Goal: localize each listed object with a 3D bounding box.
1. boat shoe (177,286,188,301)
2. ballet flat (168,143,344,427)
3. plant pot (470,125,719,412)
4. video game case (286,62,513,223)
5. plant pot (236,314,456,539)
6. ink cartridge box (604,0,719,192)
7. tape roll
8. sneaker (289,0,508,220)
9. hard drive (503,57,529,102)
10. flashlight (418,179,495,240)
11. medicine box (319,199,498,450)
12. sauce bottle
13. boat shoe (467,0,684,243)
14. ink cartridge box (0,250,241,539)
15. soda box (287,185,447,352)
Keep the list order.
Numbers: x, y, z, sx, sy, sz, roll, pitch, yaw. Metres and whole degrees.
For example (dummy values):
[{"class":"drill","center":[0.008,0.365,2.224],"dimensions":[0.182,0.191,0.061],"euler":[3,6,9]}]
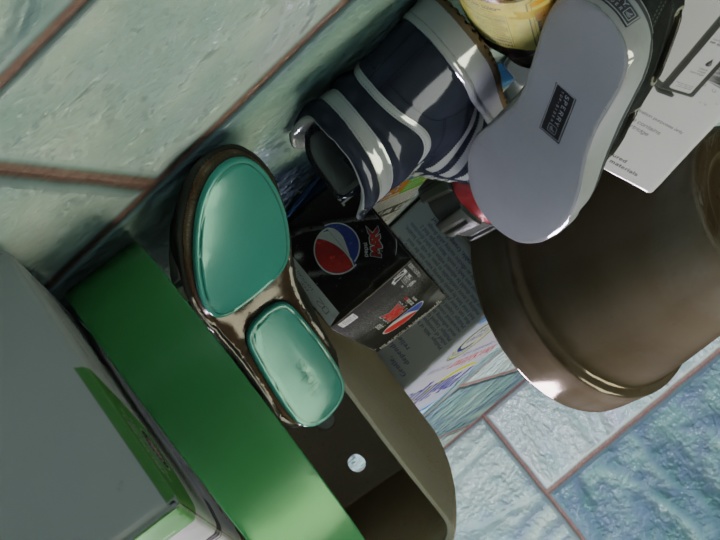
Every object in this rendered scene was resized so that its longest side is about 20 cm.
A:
[{"class":"boat shoe","center":[-0.151,0.079,0.947],"dimensions":[0.200,0.068,0.072],"euler":[-30,166,-22]},{"class":"ballet flat","center":[-0.067,0.008,0.871],"dimensions":[0.068,0.068,0.200],"euler":[-37,135,-22]},{"class":"plant pot","center":[0.208,-0.017,1.148],"dimensions":[0.173,0.200,0.200],"euler":[-26,-179,45]},{"class":"video game case","center":[0.001,-0.050,1.047],"dimensions":[0.143,0.018,0.200],"euler":[-25,162,-49]},{"class":"plant pot","center":[-0.049,0.133,1.170],"dimensions":[0.200,0.200,0.177],"euler":[-37,-179,18]},{"class":"ink cartridge box","center":[0.187,-0.164,0.885],"dimensions":[0.200,0.084,0.146],"euler":[-54,-167,48]},{"class":"tape roll","center":[-0.074,0.078,0.842],"dimensions":[0.048,0.201,0.200],"euler":[-37,169,-6]},{"class":"sneaker","center":[0.029,-0.069,0.901],"dimensions":[0.108,0.070,0.200],"euler":[-42,157,-2]},{"class":"hard drive","center":[0.157,-0.147,1.141],"dimensions":[0.132,0.027,0.200],"euler":[-38,169,-2]},{"class":"flashlight","center":[0.126,-0.086,1.068],"dimensions":[0.200,0.068,0.068],"euler":[-32,-153,42]},{"class":"medicine box","center":[0.053,0.032,1.315],"dimensions":[0.200,0.103,0.182],"euler":[-45,167,23]},{"class":"sauce bottle","center":[0.081,-0.145,0.820],"dimensions":[0.066,0.066,0.200],"euler":[-40,170,6]},{"class":"boat shoe","center":[0.111,-0.081,0.823],"dimensions":[0.057,0.069,0.200],"euler":[-37,166,-28]},{"class":"ink cartridge box","center":[-0.141,0.092,0.798],"dimensions":[0.084,0.146,0.200],"euler":[-36,165,-6]},{"class":"soda box","center":[0.000,0.000,1.009],"dimensions":[0.063,0.071,0.200],"euler":[-40,169,1]}]
